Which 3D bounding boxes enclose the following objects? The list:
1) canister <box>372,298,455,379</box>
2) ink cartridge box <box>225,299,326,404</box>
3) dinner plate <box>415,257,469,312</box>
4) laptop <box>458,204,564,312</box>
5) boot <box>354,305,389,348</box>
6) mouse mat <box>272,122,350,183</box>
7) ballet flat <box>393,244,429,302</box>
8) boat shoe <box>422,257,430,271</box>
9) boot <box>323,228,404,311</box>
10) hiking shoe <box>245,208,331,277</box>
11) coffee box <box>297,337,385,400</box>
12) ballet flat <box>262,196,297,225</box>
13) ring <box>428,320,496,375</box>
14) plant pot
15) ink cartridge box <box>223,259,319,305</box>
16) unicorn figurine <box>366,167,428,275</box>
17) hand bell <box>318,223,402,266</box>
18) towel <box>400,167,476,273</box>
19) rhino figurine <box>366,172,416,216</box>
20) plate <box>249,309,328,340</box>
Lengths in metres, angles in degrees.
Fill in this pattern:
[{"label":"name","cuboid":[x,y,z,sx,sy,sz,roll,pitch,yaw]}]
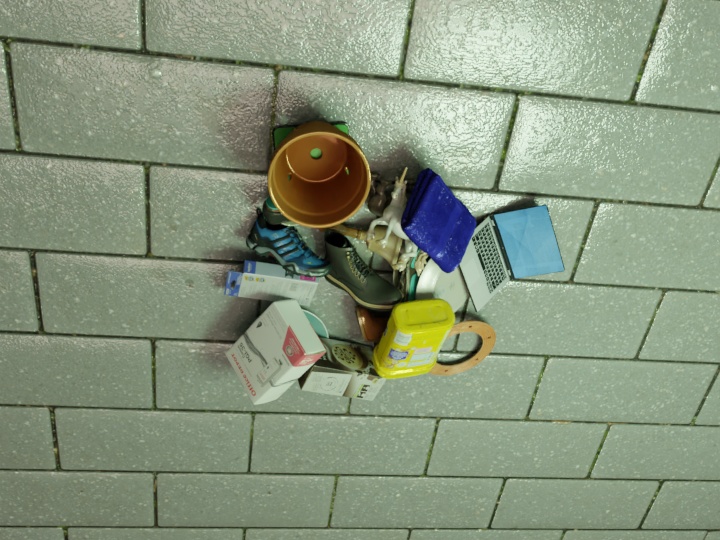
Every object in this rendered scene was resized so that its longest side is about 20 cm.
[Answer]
[{"label":"canister","cuboid":[0.117,0.151,1.613,0.147,0.087,0.201,-6,146,-17]},{"label":"ink cartridge box","cuboid":[-0.192,0.184,1.632,0.200,0.147,0.082,-45,158,27]},{"label":"dinner plate","cuboid":[0.202,0.028,1.639,0.199,0.024,0.202,-21,126,-32]},{"label":"laptop","cuboid":[0.332,-0.024,1.623,0.200,0.115,0.188,-41,125,-23]},{"label":"boot","cuboid":[0.083,0.128,1.716,0.154,0.077,0.201,-24,124,10]},{"label":"mouse mat","cuboid":[-0.099,-0.211,1.522,0.159,0.008,0.202,-4,123,-4]},{"label":"ballet flat","cuboid":[0.108,-0.009,1.602,0.067,0.075,0.202,-8,118,-50]},{"label":"boat shoe","cuboid":[0.171,0.055,1.683,0.062,0.074,0.203,-11,119,10]},{"label":"boot","cuboid":[0.000,0.000,1.558,0.198,0.078,0.139,22,146,17]},{"label":"hiking shoe","cuboid":[-0.148,-0.052,1.550,0.198,0.074,0.087,24,112,4]},{"label":"coffee box","cuboid":[-0.053,0.229,1.720,0.198,0.113,0.080,14,121,-30]},{"label":"ballet flat","cuboid":[-0.108,-0.130,1.531,0.197,0.069,0.069,-4,140,-12]},{"label":"ring","cuboid":[0.236,0.188,1.780,0.198,0.019,0.202,-10,137,-10]},{"label":"plant pot","cuboid":[-0.084,-0.206,1.440,0.197,0.141,0.202,-3,123,-4]},{"label":"ink cartridge box","cuboid":[-0.198,0.027,1.613,0.197,0.042,0.120,6,151,-13]},{"label":"unicorn figurine","cuboid":[0.080,-0.093,1.497,0.138,0.073,0.200,-53,128,-18]},{"label":"hand bell","cuboid":[-0.010,-0.081,1.581,0.198,0.104,0.105,15,120,-2]},{"label":"towel","cuboid":[0.167,-0.099,1.497,0.200,0.049,0.149,38,68,-44]},{"label":"rhino figurine","cuboid":[0.106,-0.146,1.555,0.197,0.060,0.088,9,115,-11]},{"label":"plate","cuboid":[-0.175,0.165,1.740,0.197,0.026,0.202,-3,122,-5]}]
